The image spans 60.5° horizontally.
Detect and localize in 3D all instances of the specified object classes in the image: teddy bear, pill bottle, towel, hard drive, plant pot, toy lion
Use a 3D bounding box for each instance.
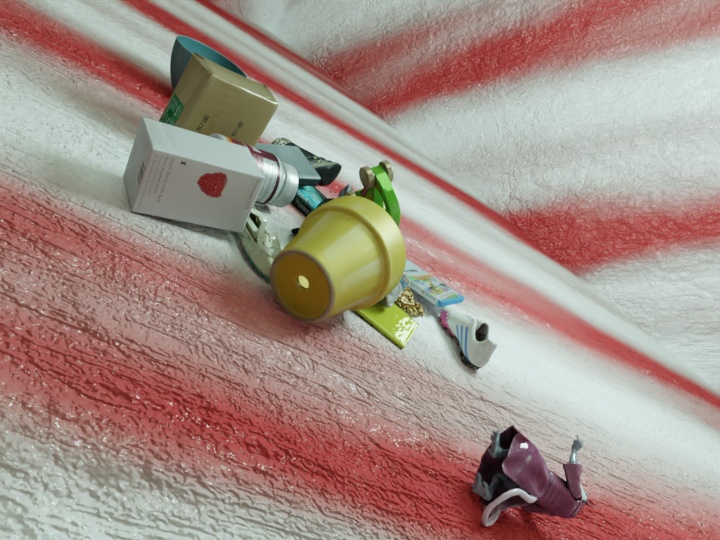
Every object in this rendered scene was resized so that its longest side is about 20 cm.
[{"bbox_3d":[0.062,0.029,1.312,0.144,0.067,0.200,16,28,-46],"label":"teddy bear"},{"bbox_3d":[-0.233,-0.200,1.283,0.199,0.115,0.114,13,29,-46],"label":"pill bottle"},{"bbox_3d":[0.020,0.070,1.211,0.200,0.018,0.086,38,40,5],"label":"towel"},{"bbox_3d":[-0.212,-0.256,1.483,0.199,0.033,0.140,-4,45,-38],"label":"hard drive"},{"bbox_3d":[-0.416,-0.499,1.618,0.199,0.135,0.200,30,21,-13],"label":"plant pot"},{"bbox_3d":[0.041,-0.114,1.357,0.068,0.200,0.193,-19,79,-21],"label":"toy lion"},{"bbox_3d":[-0.050,-0.009,1.062,0.200,0.201,0.189,40,36,12],"label":"plant pot"}]

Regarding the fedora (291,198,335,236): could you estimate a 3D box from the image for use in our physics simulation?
[{"bbox_3d":[-0.048,-0.101,1.307,0.199,0.092,0.201,12,13,-3],"label":"fedora"}]

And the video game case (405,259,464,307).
[{"bbox_3d":[0.141,0.023,1.477,0.199,0.018,0.143,35,18,25],"label":"video game case"}]

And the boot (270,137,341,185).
[{"bbox_3d":[-0.148,-0.306,1.709,0.153,0.074,0.203,38,21,14],"label":"boot"}]

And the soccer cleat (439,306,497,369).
[{"bbox_3d":[0.239,0.128,1.345,0.069,0.087,0.200,23,23,-29],"label":"soccer cleat"}]

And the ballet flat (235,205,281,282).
[{"bbox_3d":[-0.184,-0.059,1.124,0.067,0.063,0.200,9,33,-49],"label":"ballet flat"}]

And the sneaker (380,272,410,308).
[{"bbox_3d":[0.000,0.000,1.189,0.199,0.087,0.075,35,-19,-9],"label":"sneaker"}]

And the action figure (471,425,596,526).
[{"bbox_3d":[0.275,0.319,0.916,0.199,0.134,0.149,28,22,-10],"label":"action figure"}]

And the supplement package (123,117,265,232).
[{"bbox_3d":[-0.289,-0.162,1.070,0.199,0.122,0.120,10,31,-35],"label":"supplement package"}]

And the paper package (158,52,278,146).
[{"bbox_3d":[-0.308,-0.326,1.317,0.190,0.201,0.104,13,30,-47],"label":"paper package"}]

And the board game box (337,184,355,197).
[{"bbox_3d":[-0.008,-0.129,1.536,0.136,0.034,0.200,51,16,-14],"label":"board game box"}]

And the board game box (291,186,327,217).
[{"bbox_3d":[-0.138,-0.186,1.523,0.200,0.028,0.135,44,23,21],"label":"board game box"}]
